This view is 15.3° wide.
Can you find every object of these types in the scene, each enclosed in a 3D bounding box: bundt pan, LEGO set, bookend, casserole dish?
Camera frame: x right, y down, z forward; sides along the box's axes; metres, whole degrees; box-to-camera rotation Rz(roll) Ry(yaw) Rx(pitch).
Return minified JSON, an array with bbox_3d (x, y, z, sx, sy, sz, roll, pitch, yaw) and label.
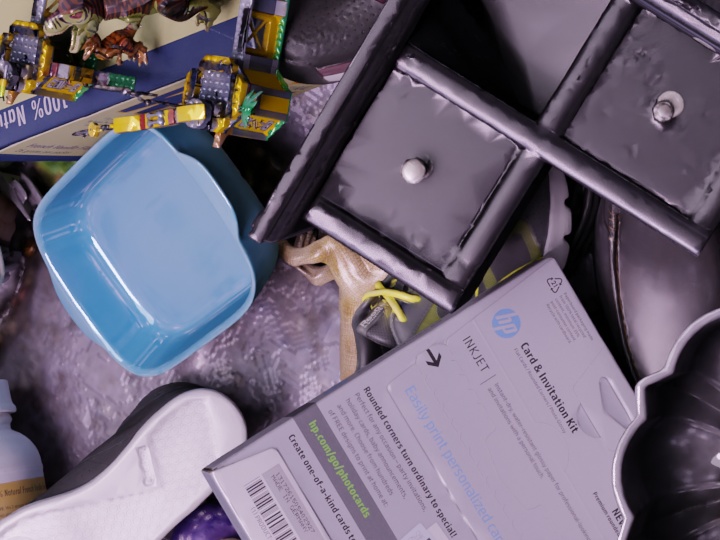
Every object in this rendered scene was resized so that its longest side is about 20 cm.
[{"bbox_3d":[0.219,0.100,1.253,0.201,0.076,0.203,1,94,9],"label":"bundt pan"},{"bbox_3d":[-0.125,-0.140,1.286,0.200,0.116,0.154,23,100,36],"label":"LEGO set"},{"bbox_3d":[0.087,-0.051,1.234,0.198,0.092,0.200,33,98,5],"label":"bookend"},{"bbox_3d":[-0.109,-0.017,1.457,0.121,0.039,0.200,54,145,0],"label":"casserole dish"}]

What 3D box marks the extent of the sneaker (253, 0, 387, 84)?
[{"bbox_3d":[0.029,-0.180,1.306,0.076,0.200,0.116,47,159,27],"label":"sneaker"}]

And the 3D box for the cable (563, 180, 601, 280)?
[{"bbox_3d":[0.097,0.036,1.385,0.097,0.050,0.201,-7,76,49],"label":"cable"}]

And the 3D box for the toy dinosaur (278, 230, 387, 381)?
[{"bbox_3d":[0.000,0.000,1.421,0.101,0.058,0.201,30,107,26],"label":"toy dinosaur"}]

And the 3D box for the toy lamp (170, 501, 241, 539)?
[{"bbox_3d":[-0.040,0.167,1.399,0.200,0.058,0.059,13,100,61],"label":"toy lamp"}]

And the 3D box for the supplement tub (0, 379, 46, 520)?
[{"bbox_3d":[-0.244,0.171,1.529,0.144,0.144,0.201,-13,85,32],"label":"supplement tub"}]

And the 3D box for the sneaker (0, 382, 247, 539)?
[{"bbox_3d":[-0.141,0.134,1.474,0.200,0.099,0.071,-40,93,3],"label":"sneaker"}]

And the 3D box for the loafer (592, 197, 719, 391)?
[{"bbox_3d":[0.147,-0.027,1.309,0.072,0.072,0.201,-5,91,7],"label":"loafer"}]

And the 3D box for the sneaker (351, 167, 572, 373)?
[{"bbox_3d":[0.044,0.014,1.348,0.074,0.084,0.201,21,99,54],"label":"sneaker"}]

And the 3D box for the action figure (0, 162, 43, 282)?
[{"bbox_3d":[-0.261,-0.016,1.578,0.130,0.069,0.200,47,110,32],"label":"action figure"}]

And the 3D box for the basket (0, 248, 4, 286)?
[{"bbox_3d":[-0.312,-0.026,1.502,0.199,0.123,0.136,-18,77,27],"label":"basket"}]

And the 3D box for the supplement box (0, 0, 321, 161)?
[{"bbox_3d":[-0.117,-0.181,1.441,0.199,0.134,0.201,-18,83,31],"label":"supplement box"}]

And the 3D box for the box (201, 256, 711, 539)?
[{"bbox_3d":[0.047,0.110,1.297,0.200,0.041,0.156,-32,94,-10],"label":"box"}]
